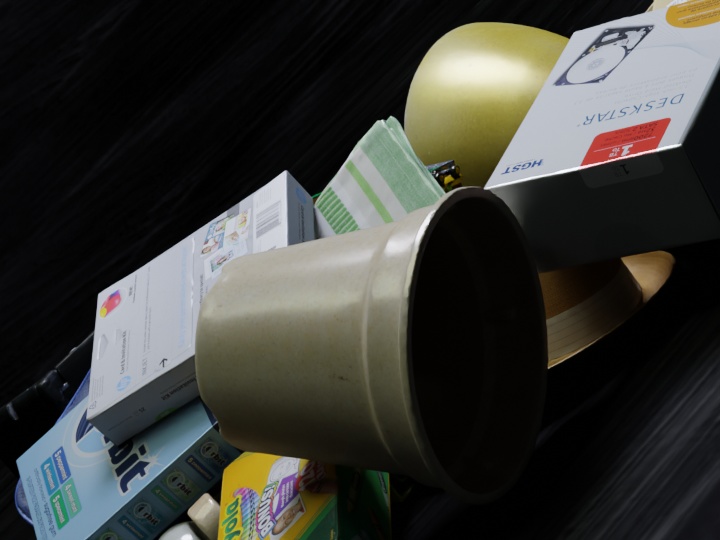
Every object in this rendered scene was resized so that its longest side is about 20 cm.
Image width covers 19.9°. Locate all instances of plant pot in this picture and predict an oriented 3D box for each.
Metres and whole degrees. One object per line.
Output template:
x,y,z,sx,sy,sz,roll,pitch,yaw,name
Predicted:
0.157,-0.121,1.762,0.141,0.201,0.200,-4,36,52,plant pot
0.000,0.051,1.347,0.182,0.202,0.201,-3,30,30,plant pot

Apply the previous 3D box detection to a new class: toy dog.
-0.114,0.234,1.567,0.132,0.096,0.200,-42,-5,14,toy dog

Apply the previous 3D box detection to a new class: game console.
-0.214,0.157,1.877,0.175,0.200,0.116,-33,11,41,game console

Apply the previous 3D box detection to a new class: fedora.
0.124,0.010,1.471,0.199,0.082,0.201,-26,14,7,fedora

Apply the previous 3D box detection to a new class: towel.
0.000,0.000,1.600,0.023,0.153,0.200,9,-52,-45,towel

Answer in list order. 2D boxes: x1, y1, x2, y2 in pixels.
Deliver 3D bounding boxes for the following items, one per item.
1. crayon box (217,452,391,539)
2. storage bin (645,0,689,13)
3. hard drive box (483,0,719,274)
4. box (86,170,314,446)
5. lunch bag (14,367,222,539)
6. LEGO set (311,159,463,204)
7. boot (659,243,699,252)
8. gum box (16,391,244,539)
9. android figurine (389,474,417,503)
-0.040,0.177,1.423,0.119,0.058,0.200,-40,23,19,crayon box
0.330,-0.218,1.755,0.198,0.094,0.200,-38,11,22,storage bin
0.195,-0.097,1.399,0.155,0.077,0.200,-12,32,35,hard drive box
-0.123,0.029,1.597,0.199,0.041,0.156,-31,33,19,box
-0.176,0.164,1.746,0.136,0.132,0.201,33,88,36,lunch bag
0.012,-0.011,1.716,0.199,0.117,0.154,-13,10,35,LEGO set
0.267,-0.092,1.492,0.151,0.073,0.199,-48,17,-30,boot
-0.173,0.138,1.607,0.200,0.045,0.170,-43,30,5,gum box
0.026,0.129,1.548,0.182,0.041,0.200,-48,14,-31,android figurine
